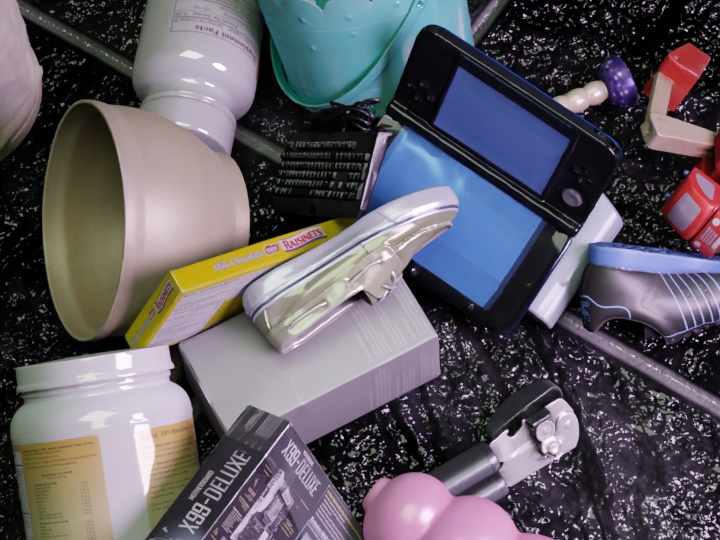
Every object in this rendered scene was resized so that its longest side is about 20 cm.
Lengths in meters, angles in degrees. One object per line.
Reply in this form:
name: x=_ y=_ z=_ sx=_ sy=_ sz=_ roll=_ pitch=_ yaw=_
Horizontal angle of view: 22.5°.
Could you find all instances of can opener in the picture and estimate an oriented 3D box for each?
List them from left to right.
can opener: x=0.095 y=0.166 z=1.495 sx=0.199 sy=0.053 sz=0.066 roll=-32 pitch=31 yaw=-16

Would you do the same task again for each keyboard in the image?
keyboard: x=-0.036 y=-0.100 z=1.548 sx=0.039 sy=0.200 sz=0.105 roll=20 pitch=85 yaw=-25

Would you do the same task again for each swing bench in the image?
swing bench: x=-0.394 y=-0.183 z=1.603 sx=0.198 sy=0.199 sz=0.131 roll=-5 pitch=62 yaw=-1

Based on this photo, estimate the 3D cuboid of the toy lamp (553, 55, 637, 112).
toy lamp: x=0.153 y=-0.137 z=1.644 sx=0.199 sy=0.058 sz=0.058 roll=-25 pitch=64 yaw=-13

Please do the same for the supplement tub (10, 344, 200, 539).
supplement tub: x=-0.194 y=0.165 z=1.406 sx=0.143 sy=0.144 sz=0.202 roll=-8 pitch=89 yaw=-3

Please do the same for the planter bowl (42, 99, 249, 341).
planter bowl: x=-0.176 y=-0.043 z=1.541 sx=0.134 sy=0.201 sz=0.202 roll=-1 pitch=58 yaw=-29

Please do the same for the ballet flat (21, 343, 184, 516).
ballet flat: x=-0.217 y=0.128 z=1.508 sx=0.067 sy=0.046 sz=0.201 roll=13 pitch=59 yaw=49

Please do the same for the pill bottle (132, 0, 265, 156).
pill bottle: x=-0.148 y=-0.193 z=1.649 sx=0.113 sy=0.115 sz=0.202 roll=5 pitch=62 yaw=4

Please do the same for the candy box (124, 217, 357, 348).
candy box: x=-0.095 y=0.011 z=1.500 sx=0.199 sy=0.102 sz=0.027 roll=-19 pitch=66 yaw=-41

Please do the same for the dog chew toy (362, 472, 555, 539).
dog chew toy: x=0.085 y=0.234 z=1.398 sx=0.199 sy=0.125 sz=0.125 roll=38 pitch=69 yaw=9

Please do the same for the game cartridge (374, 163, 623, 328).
game cartridge: x=0.122 y=-0.060 z=1.579 sx=0.199 sy=0.040 sz=0.134 roll=35 pitch=82 yaw=7

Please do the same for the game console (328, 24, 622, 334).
game console: x=0.091 y=-0.075 z=1.511 sx=0.199 sy=0.171 sz=0.119 roll=33 pitch=58 yaw=7

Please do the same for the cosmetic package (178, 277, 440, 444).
cosmetic package: x=-0.042 y=0.076 z=1.520 sx=0.199 sy=0.090 sz=0.107 roll=-26 pitch=63 yaw=-8

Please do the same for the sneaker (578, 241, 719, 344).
sneaker: x=0.283 y=0.025 z=1.553 sx=0.198 sy=0.070 sz=0.079 roll=8 pitch=97 yaw=-8

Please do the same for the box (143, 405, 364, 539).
box: x=-0.075 y=0.226 z=1.376 sx=0.049 sy=0.201 sz=0.158 roll=17 pitch=60 yaw=40

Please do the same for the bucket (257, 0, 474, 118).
bucket: x=0.004 y=-0.239 z=1.622 sx=0.205 sy=0.136 sz=0.208 roll=-11 pitch=36 yaw=8

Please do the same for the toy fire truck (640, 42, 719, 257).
toy fire truck: x=0.296 y=-0.109 z=1.593 sx=0.141 sy=0.049 sz=0.200 roll=38 pitch=41 yaw=4

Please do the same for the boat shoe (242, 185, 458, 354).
boat shoe: x=0.000 y=0.000 z=1.484 sx=0.199 sy=0.072 sz=0.062 roll=-30 pitch=77 yaw=-6
